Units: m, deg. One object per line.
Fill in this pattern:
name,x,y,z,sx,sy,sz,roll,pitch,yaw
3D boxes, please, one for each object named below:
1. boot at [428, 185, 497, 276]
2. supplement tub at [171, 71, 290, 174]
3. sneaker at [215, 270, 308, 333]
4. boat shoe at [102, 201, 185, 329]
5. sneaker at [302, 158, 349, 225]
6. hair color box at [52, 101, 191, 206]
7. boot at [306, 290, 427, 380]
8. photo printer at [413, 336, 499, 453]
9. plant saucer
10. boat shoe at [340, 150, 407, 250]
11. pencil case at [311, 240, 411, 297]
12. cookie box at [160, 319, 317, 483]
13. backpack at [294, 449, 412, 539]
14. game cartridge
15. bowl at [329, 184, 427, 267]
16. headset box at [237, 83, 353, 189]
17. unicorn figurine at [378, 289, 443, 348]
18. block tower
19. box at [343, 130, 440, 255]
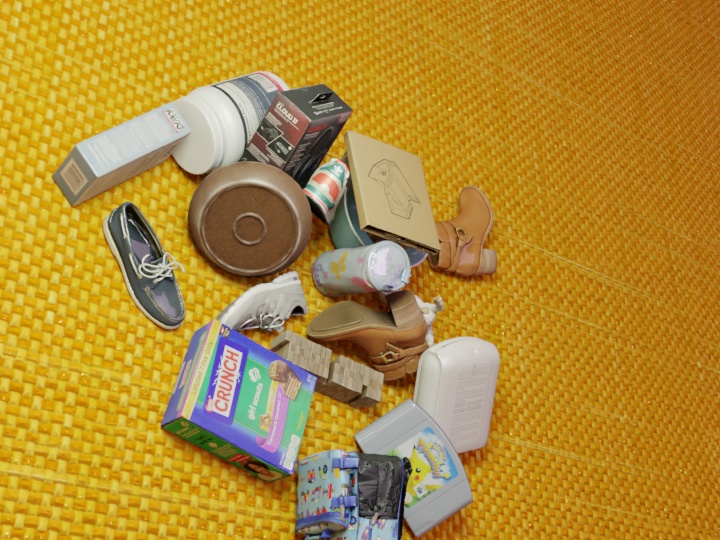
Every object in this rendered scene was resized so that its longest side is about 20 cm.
boot,0.191,-0.086,1.972,0.153,0.074,0.203,5,62,-34
supplement tub,-0.213,-0.246,1.658,0.199,0.140,0.142,-28,87,-45
sneaker,-0.152,0.066,1.592,0.199,0.075,0.083,-28,85,-46
boat shoe,-0.317,-0.009,1.499,0.074,0.062,0.202,-21,83,-46
sneaker,-0.052,-0.135,1.660,0.070,0.200,0.094,40,88,0
hair color box,-0.363,-0.180,1.523,0.061,0.099,0.200,55,45,-1
boot,0.018,0.126,1.690,0.074,0.197,0.156,-97,173,-52
photo printer,0.164,0.215,1.723,0.165,0.069,0.203,-4,106,-42
plant saucer,-0.174,-0.071,1.564,0.199,0.200,0.035,37,21,-20
boat shoe,0.037,-0.122,1.710,0.071,0.075,0.202,-15,79,-45
pencil case,0.000,0.000,1.668,0.090,0.199,0.084,12,80,-33
cookie box,-0.179,0.198,1.499,0.199,0.075,0.173,32,51,-23
backpack,-0.016,0.378,1.483,0.133,0.182,0.203,10,73,-27
game cartridge,0.095,0.322,1.643,0.132,0.040,0.201,-33,90,-3
bowl,0.022,-0.078,1.796,0.199,0.105,0.203,19,57,-33
headset box,-0.107,-0.210,1.602,0.077,0.201,0.149,42,28,11
unicorn figurine,0.094,0.072,1.778,0.074,0.138,0.200,-39,81,-18
block tower,-0.056,0.167,1.636,0.199,0.054,0.058,28,51,-26
box,0.052,-0.131,1.662,0.162,0.021,0.202,17,49,-35
